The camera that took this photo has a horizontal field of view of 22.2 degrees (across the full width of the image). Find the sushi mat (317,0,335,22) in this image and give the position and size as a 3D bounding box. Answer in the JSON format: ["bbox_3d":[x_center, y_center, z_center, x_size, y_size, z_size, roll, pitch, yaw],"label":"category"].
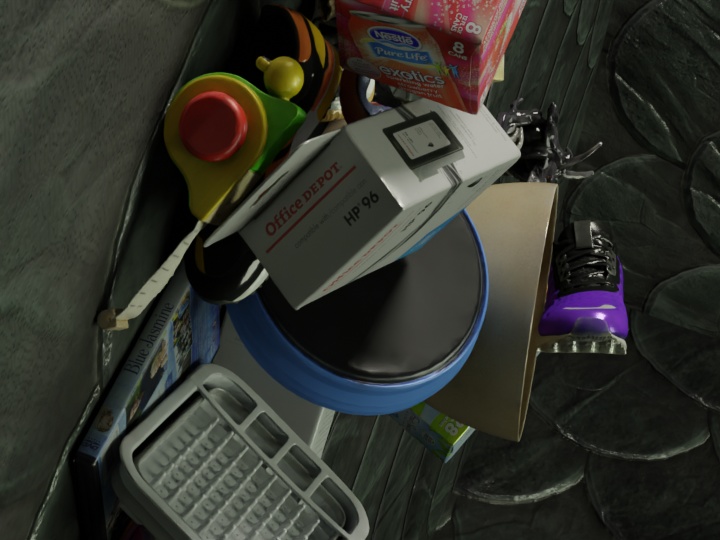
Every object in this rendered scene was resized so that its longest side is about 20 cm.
[{"bbox_3d":[0.008,-0.246,1.322,0.200,0.012,0.097,-38,119,-59],"label":"sushi mat"}]

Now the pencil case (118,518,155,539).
[{"bbox_3d":[-0.142,0.249,1.322,0.201,0.087,0.088,106,9,-50],"label":"pencil case"}]

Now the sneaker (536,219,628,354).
[{"bbox_3d":[0.174,0.011,1.442,0.200,0.069,0.101,-35,126,-83],"label":"sneaker"}]

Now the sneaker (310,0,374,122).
[{"bbox_3d":[-0.018,-0.178,1.353,0.200,0.075,0.088,-61,150,-56],"label":"sneaker"}]

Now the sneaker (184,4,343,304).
[{"bbox_3d":[-0.078,-0.081,1.210,0.202,0.069,0.090,-69,155,-12],"label":"sneaker"}]

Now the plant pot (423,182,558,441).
[{"bbox_3d":[0.075,0.024,1.435,0.200,0.133,0.202,8,90,-82],"label":"plant pot"}]

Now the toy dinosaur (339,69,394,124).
[{"bbox_3d":[0.022,-0.187,1.271,0.182,0.199,0.105,-50,155,-8],"label":"toy dinosaur"}]

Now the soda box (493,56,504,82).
[{"bbox_3d":[0.071,-0.249,1.448,0.067,0.064,0.202,-4,96,-41],"label":"soda box"}]

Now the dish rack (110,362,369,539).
[{"bbox_3d":[-0.086,0.160,1.255,0.044,0.172,0.200,-44,-179,22],"label":"dish rack"}]

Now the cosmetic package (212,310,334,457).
[{"bbox_3d":[-0.068,0.092,1.444,0.074,0.101,0.202,-35,144,-76],"label":"cosmetic package"}]

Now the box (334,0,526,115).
[{"bbox_3d":[0.066,-0.215,1.158,0.096,0.099,0.201,87,26,-67],"label":"box"}]

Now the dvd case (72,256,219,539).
[{"bbox_3d":[-0.144,0.088,1.268,0.143,0.017,0.201,95,16,-54],"label":"dvd case"}]

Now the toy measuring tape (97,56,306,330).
[{"bbox_3d":[-0.110,-0.057,1.126,0.200,0.073,0.074,-49,171,5],"label":"toy measuring tape"}]

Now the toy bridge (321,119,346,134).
[{"bbox_3d":[-0.013,-0.118,1.554,0.201,0.027,0.067,99,13,-44],"label":"toy bridge"}]

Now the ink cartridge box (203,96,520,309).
[{"bbox_3d":[0.004,-0.045,1.174,0.116,0.068,0.200,-43,170,35],"label":"ink cartridge box"}]

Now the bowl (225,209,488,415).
[{"bbox_3d":[0.000,0.000,1.285,0.039,0.200,0.202,-44,-162,58],"label":"bowl"}]

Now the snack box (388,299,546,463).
[{"bbox_3d":[0.052,0.033,1.561,0.169,0.200,0.068,-48,171,-17],"label":"snack box"}]

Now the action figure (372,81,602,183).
[{"bbox_3d":[0.091,-0.093,1.503,0.119,0.198,0.103,96,12,-57],"label":"action figure"}]
